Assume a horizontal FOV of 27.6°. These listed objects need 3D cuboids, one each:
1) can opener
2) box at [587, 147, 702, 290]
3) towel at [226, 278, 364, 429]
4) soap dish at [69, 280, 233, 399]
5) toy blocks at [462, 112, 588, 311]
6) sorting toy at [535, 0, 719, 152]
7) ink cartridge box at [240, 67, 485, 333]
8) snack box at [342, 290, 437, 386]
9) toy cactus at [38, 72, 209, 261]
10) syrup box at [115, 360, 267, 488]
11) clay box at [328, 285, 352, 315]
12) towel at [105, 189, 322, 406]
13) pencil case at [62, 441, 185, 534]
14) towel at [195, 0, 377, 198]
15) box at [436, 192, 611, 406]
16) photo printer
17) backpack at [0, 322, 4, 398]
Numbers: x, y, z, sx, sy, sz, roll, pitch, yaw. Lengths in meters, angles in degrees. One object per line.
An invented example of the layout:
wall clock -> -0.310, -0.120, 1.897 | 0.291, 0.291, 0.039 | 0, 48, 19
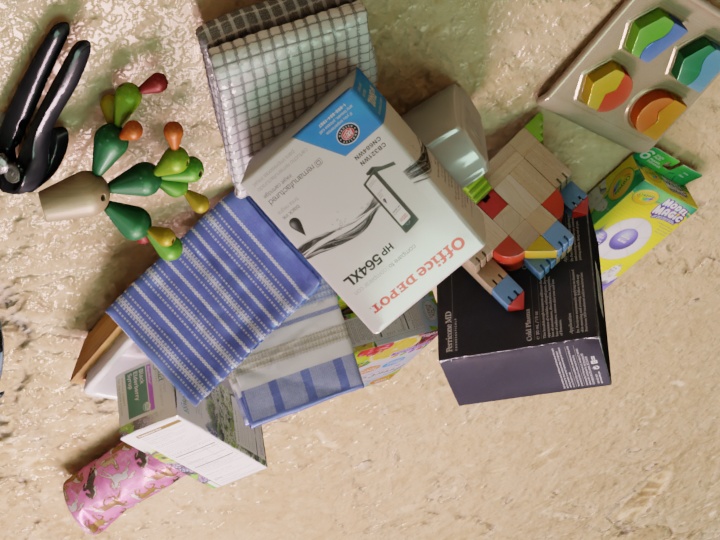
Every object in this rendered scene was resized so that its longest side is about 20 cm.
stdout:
can opener -> -0.308, -0.152, 1.397 | 0.063, 0.079, 0.201 | 30, 126, 2
box -> 0.318, -0.060, 1.780 | 0.117, 0.049, 0.200 | 20, 125, -39
towel -> -0.092, 0.057, 1.615 | 0.145, 0.202, 0.024 | -19, -179, -7
soap dish -> -0.211, 0.087, 1.675 | 0.198, 0.082, 0.157 | 10, 143, -33
toy blocks -> 0.175, -0.052, 1.608 | 0.200, 0.137, 0.100 | -44, 164, -8
sorting toy -> 0.316, -0.216, 1.603 | 0.184, 0.037, 0.200 | 18, 128, -38
ink cartridge box -> 0.006, -0.065, 1.398 | 0.146, 0.084, 0.200 | -39, 104, 15
snack box -> 0.001, 0.097, 1.750 | 0.141, 0.054, 0.200 | -14, 164, -25
toy cactus -> -0.238, -0.094, 1.454 | 0.163, 0.103, 0.202 | -16, 134, -10
syrup box -> -0.190, 0.173, 1.666 | 0.081, 0.080, 0.200 | -23, 148, 19
clay box -> 0.000, 0.000, 1.671 | 0.200, 0.048, 0.115 | -46, 166, 28
towel -> -0.153, 0.027, 1.573 | 0.200, 0.024, 0.145 | -44, 99, -10
pencil case -> -0.282, 0.256, 1.862 | 0.199, 0.087, 0.083 | -31, 172, 13
towel -> -0.068, -0.182, 1.437 | 0.164, 0.086, 0.201 | -21, 146, -10
box -> 0.184, 0.033, 1.673 | 0.180, 0.202, 0.105 | -8, 143, 13
photo printer -> 0.035, -0.100, 1.519 | 0.199, 0.167, 0.070 | -32, 108, 15
backpack -> -0.473, 0.128, 1.572 | 0.181, 0.148, 0.201 | -3, 141, -17
